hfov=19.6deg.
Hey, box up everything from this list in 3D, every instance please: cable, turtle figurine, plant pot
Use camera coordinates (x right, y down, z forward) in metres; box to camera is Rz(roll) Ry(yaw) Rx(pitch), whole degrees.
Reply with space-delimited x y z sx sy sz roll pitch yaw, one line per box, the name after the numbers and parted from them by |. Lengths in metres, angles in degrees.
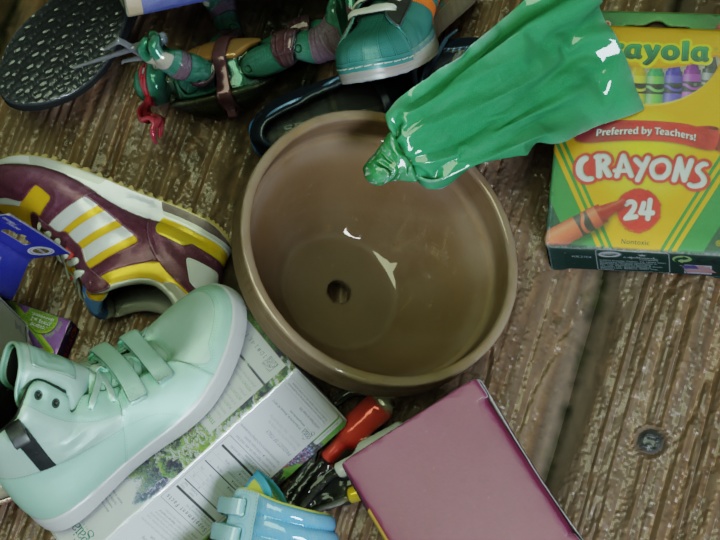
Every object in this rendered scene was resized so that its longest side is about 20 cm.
-0.035 0.147 1.421 0.199 0.050 0.097 -33 66 -2 | cable
-0.099 -0.162 1.516 0.199 0.101 0.150 -10 30 12 | turtle figurine
0.000 0.000 1.425 0.199 0.093 0.202 9 64 -18 | plant pot

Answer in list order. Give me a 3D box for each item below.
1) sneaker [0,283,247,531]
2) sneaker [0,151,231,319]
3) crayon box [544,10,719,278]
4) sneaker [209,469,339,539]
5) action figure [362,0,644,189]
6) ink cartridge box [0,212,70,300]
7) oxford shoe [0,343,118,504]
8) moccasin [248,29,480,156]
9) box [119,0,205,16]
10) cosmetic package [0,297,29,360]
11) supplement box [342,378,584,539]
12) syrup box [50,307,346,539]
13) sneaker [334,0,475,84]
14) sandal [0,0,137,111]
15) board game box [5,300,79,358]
-0.164 0.066 1.346 0.201 0.118 0.074 -47 45 -9 | sneaker
-0.195 -0.017 1.491 0.199 0.075 0.091 17 70 16 | sneaker
0.200 -0.100 1.466 0.126 0.051 0.201 3 71 11 | crayon box
-0.101 0.201 1.374 0.198 0.080 0.132 -7 82 5 | sneaker
0.085 -0.114 1.411 0.199 0.055 0.119 -31 102 -15 | action figure
-0.311 0.000 1.447 0.199 0.095 0.037 -10 71 17 | ink cartridge box
-0.208 0.098 1.435 0.199 0.074 0.071 -33 86 -13 | oxford shoe
0.020 -0.111 1.482 0.199 0.068 0.081 -21 93 3 | moccasin
-0.085 -0.235 1.519 0.199 0.033 0.121 -15 28 -9 | box
-0.325 0.095 1.422 0.199 0.073 0.104 -25 49 12 | cosmetic package
0.076 0.171 1.315 0.103 0.200 0.131 -31 68 -2 | supplement box
-0.117 0.129 1.410 0.200 0.081 0.079 -42 48 -2 | syrup box
0.024 -0.195 1.457 0.071 0.080 0.200 -8 25 25 | sneaker
-0.197 -0.189 1.571 0.075 0.048 0.201 25 65 18 | sandal
-0.316 0.064 1.508 0.199 0.032 0.121 18 79 14 | board game box
